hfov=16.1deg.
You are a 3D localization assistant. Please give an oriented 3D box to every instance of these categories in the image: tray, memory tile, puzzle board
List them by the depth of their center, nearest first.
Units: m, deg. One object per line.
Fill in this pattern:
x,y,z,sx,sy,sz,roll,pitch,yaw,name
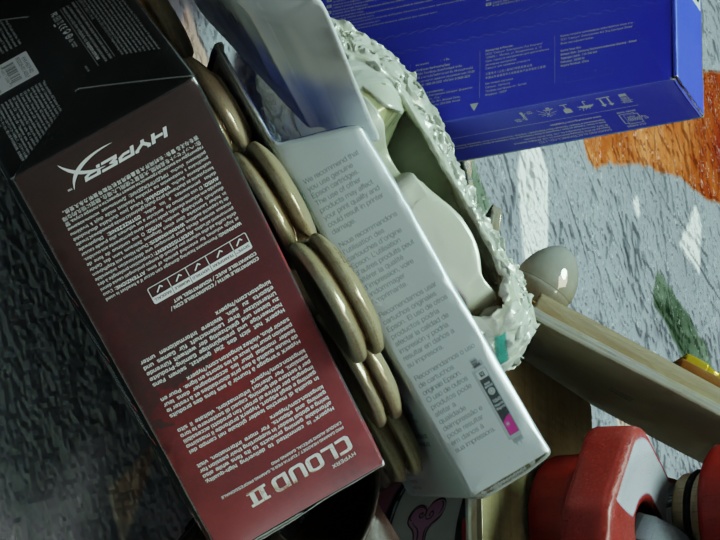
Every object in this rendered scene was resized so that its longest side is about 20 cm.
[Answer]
-0.045,-0.105,0.970,0.107,0.022,0.200,48,-3,13,tray
-0.035,-0.017,1.002,0.200,0.017,0.154,55,-9,32,memory tile
0.080,0.144,1.207,0.151,0.017,0.201,33,53,-60,puzzle board

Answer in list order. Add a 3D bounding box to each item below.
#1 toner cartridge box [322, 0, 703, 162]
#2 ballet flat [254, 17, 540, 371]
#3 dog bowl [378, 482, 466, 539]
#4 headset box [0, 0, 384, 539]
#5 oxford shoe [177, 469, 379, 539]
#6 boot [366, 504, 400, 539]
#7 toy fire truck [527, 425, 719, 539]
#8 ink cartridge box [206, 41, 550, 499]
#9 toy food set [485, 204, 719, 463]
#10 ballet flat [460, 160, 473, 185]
0.063,-0.106,1.210,0.043,0.199,0.096,42,45,-54,toner cartridge box
0.018,-0.043,1.153,0.200,0.072,0.072,55,21,14,ballet flat
0.060,0.184,1.254,0.200,0.073,0.201,32,54,-59,dog bowl
-0.073,-0.001,0.953,0.201,0.075,0.149,65,-7,-31,headset box
-0.056,0.133,0.979,0.073,0.084,0.200,40,52,-8,oxford shoe
-0.023,0.207,1.070,0.200,0.072,0.167,-38,88,-21,boot
0.140,0.179,1.177,0.201,0.112,0.168,61,35,-36,toy fire truck
0.000,0.000,1.049,0.201,0.043,0.196,62,-7,1,ink cartridge box
0.140,0.034,1.243,0.061,0.199,0.144,-63,180,-10,toy food set
0.031,-0.028,1.281,0.067,0.068,0.201,75,22,-47,ballet flat
